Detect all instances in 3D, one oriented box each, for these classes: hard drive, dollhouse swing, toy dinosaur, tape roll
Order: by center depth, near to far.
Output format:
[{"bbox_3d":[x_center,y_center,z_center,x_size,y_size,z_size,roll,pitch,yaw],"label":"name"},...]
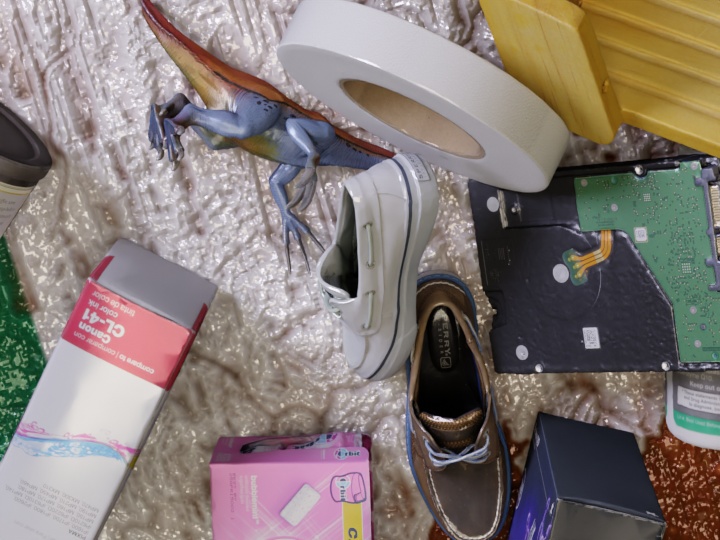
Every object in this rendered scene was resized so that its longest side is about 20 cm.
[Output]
[{"bbox_3d":[0.203,-0.192,1.329,0.175,0.182,0.201,15,64,28],"label":"dollhouse swing"},{"bbox_3d":[0.041,-0.112,1.380,0.201,0.203,0.037,27,83,-4],"label":"tape roll"},{"bbox_3d":[0.168,-0.003,1.423,0.199,0.038,0.141,-4,98,42],"label":"hard drive"},{"bbox_3d":[-0.046,-0.097,1.446,0.180,0.105,0.202,-6,90,-18],"label":"toy dinosaur"}]

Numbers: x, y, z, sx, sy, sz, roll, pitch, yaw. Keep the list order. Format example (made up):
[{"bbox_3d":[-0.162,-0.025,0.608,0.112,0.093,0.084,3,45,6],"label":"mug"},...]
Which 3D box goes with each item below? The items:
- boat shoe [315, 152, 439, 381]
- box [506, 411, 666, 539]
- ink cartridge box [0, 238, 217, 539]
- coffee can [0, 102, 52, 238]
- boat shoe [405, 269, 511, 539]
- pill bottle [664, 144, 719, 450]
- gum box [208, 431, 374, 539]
[{"bbox_3d":[0.000,0.000,1.433,0.066,0.074,0.201,-11,136,-21],"label":"boat shoe"},{"bbox_3d":[0.145,0.195,1.443,0.078,0.200,0.142,15,102,-2],"label":"box"},{"bbox_3d":[-0.181,0.093,1.455,0.085,0.148,0.201,28,101,-5],"label":"ink cartridge box"},{"bbox_3d":[-0.322,-0.031,1.430,0.146,0.146,0.201,34,101,-6],"label":"coffee can"},{"bbox_3d":[0.062,0.105,1.490,0.072,0.072,0.202,-12,102,4],"label":"boat shoe"},{"bbox_3d":[0.263,0.013,1.446,0.112,0.113,0.202,-2,103,2],"label":"pill bottle"},{"bbox_3d":[-0.046,0.212,1.518,0.112,0.066,0.202,-1,102,2],"label":"gum box"}]
